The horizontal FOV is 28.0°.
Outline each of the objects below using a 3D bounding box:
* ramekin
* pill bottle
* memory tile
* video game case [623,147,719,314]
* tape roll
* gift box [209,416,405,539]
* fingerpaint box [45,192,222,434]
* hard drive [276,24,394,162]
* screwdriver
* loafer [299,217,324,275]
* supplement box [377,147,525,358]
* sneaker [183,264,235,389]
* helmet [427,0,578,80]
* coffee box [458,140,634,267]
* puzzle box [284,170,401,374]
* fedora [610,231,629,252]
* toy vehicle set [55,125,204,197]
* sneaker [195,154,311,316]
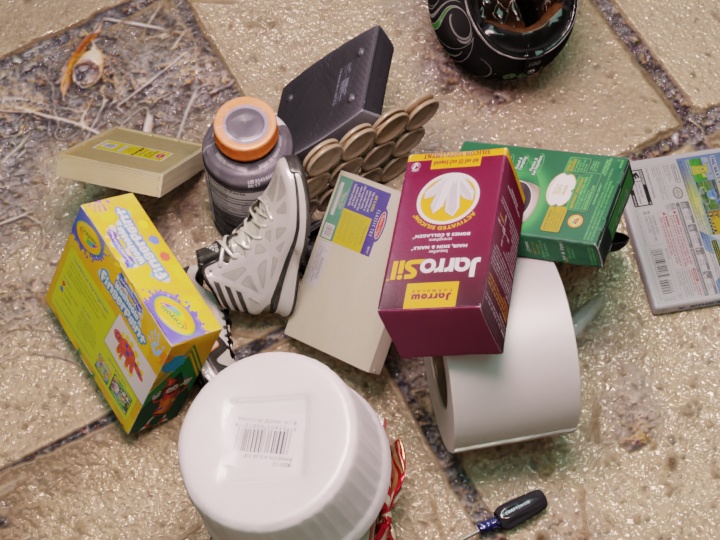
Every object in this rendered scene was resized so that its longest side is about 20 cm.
[{"bbox_3d":[-0.077,0.176,1.370,0.198,0.098,0.202,-7,61,12],"label":"ramekin"},{"bbox_3d":[-0.126,-0.116,1.659,0.105,0.200,0.107,0,63,-1],"label":"pill bottle"},{"bbox_3d":[-0.001,-0.128,1.672,0.199,0.154,0.017,-27,69,-32],"label":"memory tile"},{"bbox_3d":[0.412,-0.053,1.732,0.180,0.022,0.202,-9,63,-5],"label":"video game case"},{"bbox_3d":[0.147,0.087,1.558,0.138,0.203,0.204,-10,63,-5],"label":"tape roll"},{"bbox_3d":[-0.051,0.249,1.481,0.185,0.200,0.186,6,68,1],"label":"gift box"},{"bbox_3d":[-0.253,0.047,1.590,0.073,0.167,0.201,-17,60,-39],"label":"fingerpaint box"},{"bbox_3d":[-0.036,-0.198,1.720,0.042,0.199,0.136,27,59,-29],"label":"hard drive"},{"bbox_3d":[0.112,0.284,1.552,0.198,0.028,0.029,-20,94,-14],"label":"screwdriver"},{"bbox_3d":[0.014,-0.050,1.699,0.199,0.071,0.068,-21,65,-11],"label":"loafer"},{"bbox_3d":[0.094,-0.018,1.451,0.109,0.086,0.201,-3,53,21],"label":"supplement box"},{"bbox_3d":[-0.172,0.073,1.635,0.080,0.074,0.201,-29,67,-16],"label":"sneaker"},{"bbox_3d":[0.173,-0.336,1.780,0.198,0.191,0.202,-1,97,-11],"label":"helmet"},{"bbox_3d":[0.182,-0.074,1.546,0.198,0.044,0.124,8,56,28],"label":"coffee box"},{"bbox_3d":[0.000,0.000,1.612,0.132,0.025,0.202,23,95,37],"label":"puzzle box"},{"bbox_3d":[0.211,-0.077,1.648,0.199,0.201,0.093,6,97,3],"label":"fedora"},{"bbox_3d":[-0.262,-0.129,1.685,0.123,0.200,0.027,12,106,7],"label":"toy vehicle set"},{"bbox_3d":[-0.121,-0.034,1.588,0.114,0.202,0.076,-1,33,-17],"label":"sneaker"}]
